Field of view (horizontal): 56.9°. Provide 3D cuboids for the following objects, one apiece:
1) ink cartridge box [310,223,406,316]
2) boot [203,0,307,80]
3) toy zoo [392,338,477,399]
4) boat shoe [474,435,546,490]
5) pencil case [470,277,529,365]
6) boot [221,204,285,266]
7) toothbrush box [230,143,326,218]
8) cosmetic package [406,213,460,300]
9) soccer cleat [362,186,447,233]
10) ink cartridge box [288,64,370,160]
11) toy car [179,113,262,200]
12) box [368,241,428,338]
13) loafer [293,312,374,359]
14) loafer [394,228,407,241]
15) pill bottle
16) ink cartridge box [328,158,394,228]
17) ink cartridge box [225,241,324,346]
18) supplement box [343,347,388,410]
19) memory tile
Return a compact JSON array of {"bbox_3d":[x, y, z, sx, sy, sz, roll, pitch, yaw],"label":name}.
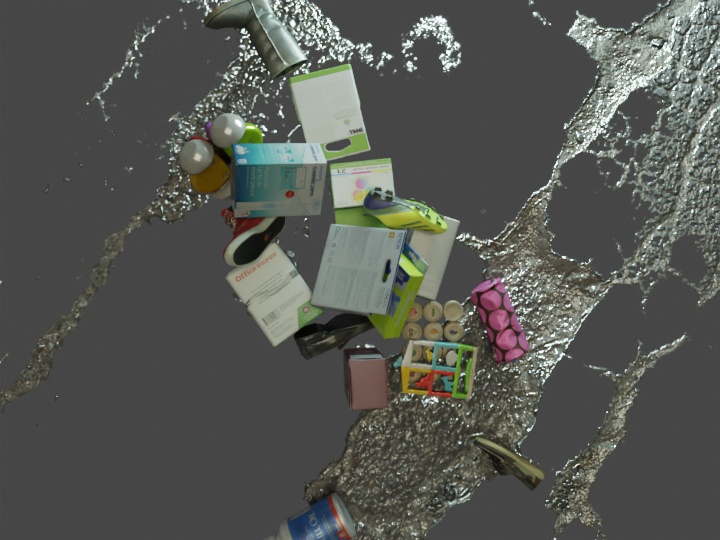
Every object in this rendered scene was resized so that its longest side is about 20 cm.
[{"bbox_3d":[0.000,0.000,1.485,0.199,0.043,0.197,8,75,28],"label":"ink cartridge box"},{"bbox_3d":[-0.246,-0.538,1.557,0.181,0.073,0.201,-27,100,-2],"label":"boot"},{"bbox_3d":[0.176,0.237,1.602,0.199,0.020,0.132,6,96,-5],"label":"toy zoo"},{"bbox_3d":[0.357,0.470,1.614,0.199,0.073,0.065,31,84,-4],"label":"boat shoe"},{"bbox_3d":[0.332,0.123,1.600,0.093,0.091,0.201,-23,90,3],"label":"pencil case"},{"bbox_3d":[-0.280,-0.086,1.500,0.144,0.200,0.073,17,130,21],"label":"boot"},{"bbox_3d":[-0.185,-0.200,1.477,0.199,0.085,0.147,-4,134,-18],"label":"toothbrush box"},{"bbox_3d":[0.154,-0.037,1.583,0.106,0.090,0.201,19,87,-4],"label":"cosmetic package"},{"bbox_3d":[0.100,-0.123,1.520,0.199,0.065,0.084,22,119,-4],"label":"soccer cleat"},{"bbox_3d":[-0.073,-0.361,1.557,0.147,0.076,0.201,-15,96,-4],"label":"ink cartridge box"},{"bbox_3d":[-0.321,-0.274,1.521,0.200,0.175,0.150,-40,55,1],"label":"toy car"},{"bbox_3d":[0.074,0.040,1.511,0.047,0.122,0.201,-1,125,-35],"label":"box"},{"bbox_3d":[-0.056,0.154,1.585,0.199,0.073,0.073,-15,114,-1],"label":"loafer"},{"bbox_3d":[0.031,-0.034,1.570,0.070,0.075,0.200,41,94,25],"label":"loafer"},{"bbox_3d":[-0.121,0.620,1.560,0.199,0.112,0.113,-29,93,-3],"label":"pill bottle"},{"bbox_3d":[0.009,-0.153,1.573,0.147,0.076,0.201,-7,90,-4],"label":"ink cartridge box"},{"bbox_3d":[-0.199,0.053,1.557,0.146,0.083,0.200,-34,94,-4],"label":"ink cartridge box"},{"bbox_3d":[0.009,0.243,1.518,0.085,0.200,0.111,-3,91,-5],"label":"supplement box"},{"bbox_3d":[0.175,0.173,1.613,0.152,0.017,0.201,0,96,-5],"label":"memory tile"}]
